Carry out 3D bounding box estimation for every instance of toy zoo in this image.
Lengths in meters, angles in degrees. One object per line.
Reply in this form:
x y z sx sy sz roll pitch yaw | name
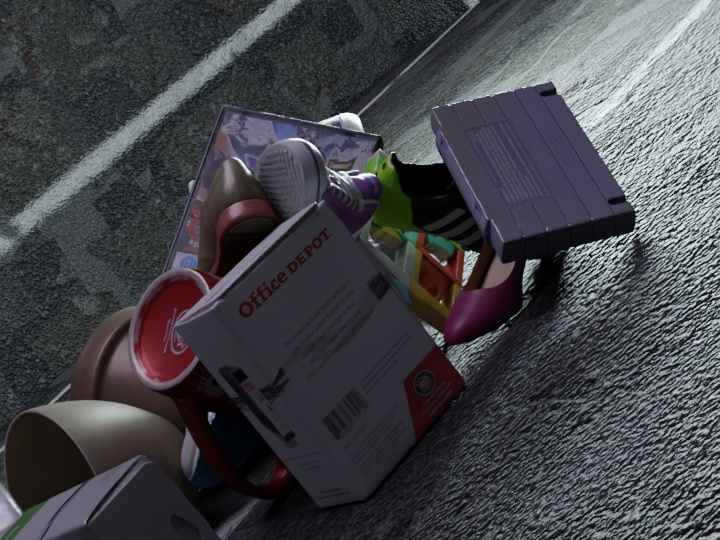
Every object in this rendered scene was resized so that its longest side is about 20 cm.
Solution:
0.048 -0.022 1.517 0.020 0.131 0.201 -39 22 29 | toy zoo

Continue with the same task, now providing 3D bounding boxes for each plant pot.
-0.177 0.138 1.636 0.173 0.202 0.200 0 35 44 | plant pot
-0.235 0.209 1.508 0.134 0.202 0.200 -20 -4 -39 | plant pot

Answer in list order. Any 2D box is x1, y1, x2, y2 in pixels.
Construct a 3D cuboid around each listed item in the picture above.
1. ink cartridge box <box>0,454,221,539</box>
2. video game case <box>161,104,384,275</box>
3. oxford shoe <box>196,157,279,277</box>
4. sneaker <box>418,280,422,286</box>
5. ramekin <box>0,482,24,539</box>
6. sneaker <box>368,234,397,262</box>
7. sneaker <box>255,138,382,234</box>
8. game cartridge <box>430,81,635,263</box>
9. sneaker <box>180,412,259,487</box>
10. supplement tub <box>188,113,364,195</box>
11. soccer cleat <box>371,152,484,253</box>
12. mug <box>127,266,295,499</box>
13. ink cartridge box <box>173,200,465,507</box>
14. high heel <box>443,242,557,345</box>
-0.200 0.248 1.257 0.199 0.146 0.084 -29 15 47 | ink cartridge box
-0.088 -0.063 1.594 0.026 0.179 0.202 67 -143 -65 | video game case
-0.114 -0.027 1.408 0.070 0.075 0.201 -9 -27 -21 | oxford shoe
-0.016 0.026 1.610 0.198 0.079 0.090 -24 -30 -16 | sneaker
-0.321 0.287 1.410 0.097 0.202 0.200 -33 8 -17 | ramekin
0.000 0.000 1.518 0.075 0.093 0.200 2 -10 23 | sneaker
-0.031 -0.075 1.385 0.113 0.073 0.201 -26 -15 -17 | sneaker
0.148 -0.089 1.395 0.128 0.039 0.201 -16 44 -6 | game cartridge
-0.138 0.110 1.508 0.080 0.076 0.202 2 69 34 | sneaker
-0.073 -0.072 1.689 0.198 0.146 0.144 -20 11 1 | supplement tub
0.101 -0.063 1.473 0.081 0.198 0.068 122 150 -46 | soccer cleat
-0.094 0.093 1.381 0.133 0.199 0.179 -32 55 28 | mug
-0.033 0.069 1.281 0.147 0.201 0.083 -44 11 -32 | ink cartridge box
0.116 -0.019 1.406 0.067 0.097 0.200 -9 27 39 | high heel
